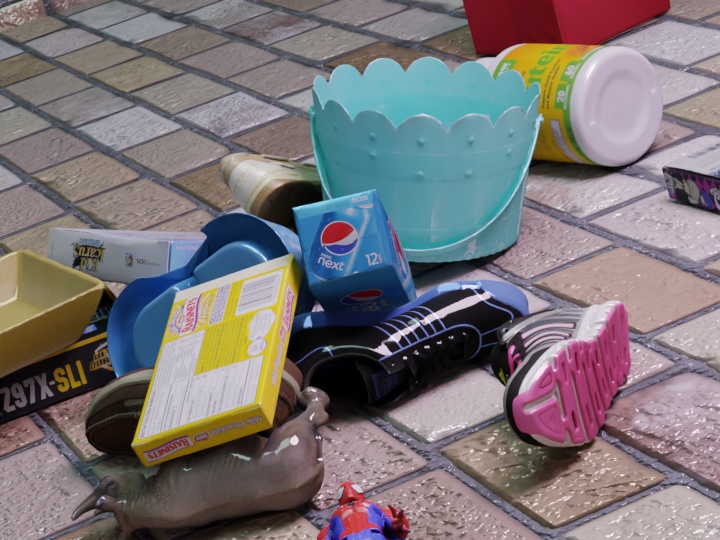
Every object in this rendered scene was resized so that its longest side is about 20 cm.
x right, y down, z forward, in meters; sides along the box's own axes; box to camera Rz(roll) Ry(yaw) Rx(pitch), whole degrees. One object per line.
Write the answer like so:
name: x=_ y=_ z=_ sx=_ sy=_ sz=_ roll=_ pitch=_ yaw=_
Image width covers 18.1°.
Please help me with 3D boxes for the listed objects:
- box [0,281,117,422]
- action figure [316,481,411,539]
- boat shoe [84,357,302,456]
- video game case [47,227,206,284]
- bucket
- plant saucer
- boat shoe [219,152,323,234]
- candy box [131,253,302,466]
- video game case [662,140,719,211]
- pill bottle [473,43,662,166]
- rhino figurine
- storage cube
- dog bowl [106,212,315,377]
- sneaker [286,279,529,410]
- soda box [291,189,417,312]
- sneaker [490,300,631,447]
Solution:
box: x=-0.298 y=0.078 z=1.979 sx=0.199 sy=0.050 sz=0.160 roll=-20 pitch=20 yaw=-12
action figure: x=0.003 y=0.179 z=1.431 sx=0.065 sy=0.052 sz=0.200 roll=-20 pitch=16 yaw=0
boat shoe: x=-0.136 y=0.115 z=1.695 sx=0.202 sy=0.075 sz=0.075 roll=-20 pitch=43 yaw=38
video game case: x=-0.142 y=-0.009 z=1.987 sx=0.199 sy=0.046 sz=0.181 roll=1 pitch=2 yaw=-41
bucket: x=0.056 y=-0.098 z=1.986 sx=0.206 sy=0.136 sz=0.207 roll=0 pitch=19 yaw=0
plant saucer: x=-0.332 y=0.055 z=1.919 sx=0.199 sy=0.049 sz=0.200 roll=-26 pitch=21 yaw=-23
boat shoe: x=-0.063 y=-0.070 z=2.064 sx=0.073 sy=0.063 sz=0.200 roll=-54 pitch=-21 yaw=13
candy box: x=-0.101 y=0.062 z=1.641 sx=0.102 sy=0.026 sz=0.200 roll=-20 pitch=28 yaw=18
video game case: x=0.388 y=-0.098 z=1.930 sx=0.199 sy=0.036 sz=0.181 roll=-23 pitch=19 yaw=-21
pill bottle: x=0.183 y=-0.160 z=2.166 sx=0.111 sy=0.112 sz=0.199 roll=-27 pitch=21 yaw=-32
rhino figurine: x=-0.113 y=0.147 z=1.596 sx=0.199 sy=0.060 sz=0.088 roll=-16 pitch=32 yaw=9
storage cube: x=0.227 y=-0.358 z=2.601 sx=0.199 sy=0.181 sz=0.171 roll=-26 pitch=21 yaw=-32
dog bowl: x=-0.115 y=0.033 z=1.804 sx=0.200 sy=0.112 sz=0.049 roll=-36 pitch=-15 yaw=29
sneaker: x=0.037 y=0.064 z=1.723 sx=0.199 sy=0.070 sz=0.078 roll=-11 pitch=39 yaw=-3
soda box: x=0.000 y=0.000 z=1.769 sx=0.067 sy=0.065 sz=0.200 roll=-14 pitch=-16 yaw=5
sneaker: x=0.127 y=0.075 z=1.590 sx=0.087 sy=0.074 sz=0.200 roll=-7 pitch=15 yaw=24
